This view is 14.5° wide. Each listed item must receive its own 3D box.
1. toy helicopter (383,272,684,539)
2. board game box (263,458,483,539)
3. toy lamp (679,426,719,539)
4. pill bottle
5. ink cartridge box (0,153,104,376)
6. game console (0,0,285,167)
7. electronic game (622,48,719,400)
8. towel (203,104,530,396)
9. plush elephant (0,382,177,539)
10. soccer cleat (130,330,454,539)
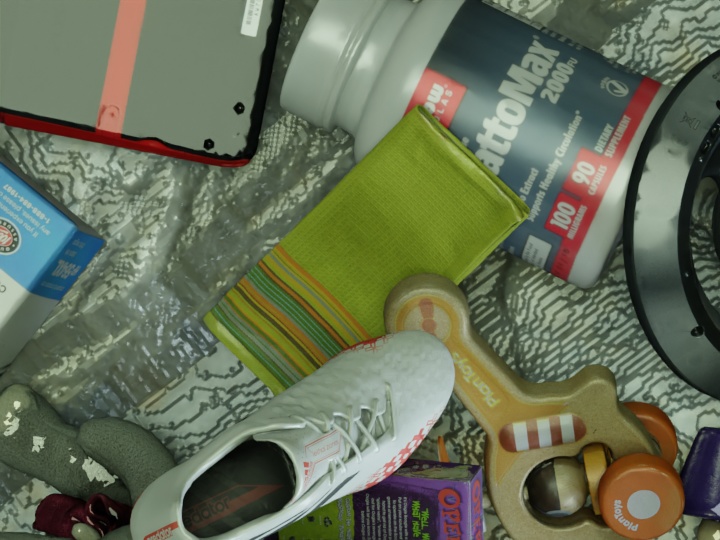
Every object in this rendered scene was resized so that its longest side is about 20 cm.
[{"bbox_3d":[0.076,0.085,1.527,0.132,0.079,0.200,-36,108,17],"label":"toy helicopter"},{"bbox_3d":[0.009,0.197,1.527,0.119,0.032,0.201,6,110,21],"label":"board game box"},{"bbox_3d":[0.188,0.187,1.545,0.058,0.058,0.202,10,90,5],"label":"toy lamp"},{"bbox_3d":[0.063,-0.085,1.538,0.199,0.120,0.120,26,89,6],"label":"pill bottle"},{"bbox_3d":[-0.264,0.014,1.578,0.146,0.084,0.200,38,90,6],"label":"ink cartridge box"},{"bbox_3d":[-0.127,-0.170,1.571,0.176,0.031,0.202,11,89,-3],"label":"game console"},{"bbox_3d":[0.221,-0.026,1.513,0.199,0.042,0.202,-6,100,-32],"label":"electronic game"},{"bbox_3d":[0.000,0.000,1.529,0.086,0.018,0.200,42,125,-6],"label":"towel"},{"bbox_3d":[-0.138,0.165,1.522,0.199,0.155,0.166,17,89,6],"label":"plush elephant"},{"bbox_3d":[-0.027,0.091,1.430,0.199,0.085,0.069,-29,89,-21],"label":"soccer cleat"}]
